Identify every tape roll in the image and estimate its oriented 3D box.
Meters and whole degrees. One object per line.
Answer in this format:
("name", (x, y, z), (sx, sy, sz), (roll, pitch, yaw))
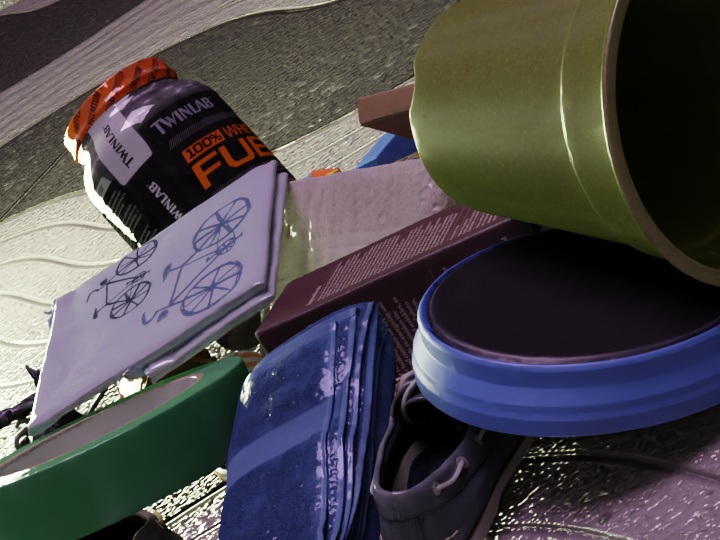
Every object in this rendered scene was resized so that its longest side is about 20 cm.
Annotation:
("tape roll", (-0.153, 0.116, 1.611), (0.200, 0.048, 0.200), (-25, 6, 3))

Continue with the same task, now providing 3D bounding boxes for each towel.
("towel", (-0.034, 0.115, 1.470), (0.111, 0.048, 0.200), (-31, 36, 32))
("towel", (0.000, 0.000, 1.737), (0.034, 0.133, 0.200), (6, -7, -37))

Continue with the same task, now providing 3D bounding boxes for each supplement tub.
("supplement tub", (-0.114, -0.050, 1.900), (0.122, 0.200, 0.123), (-40, -14, -12))

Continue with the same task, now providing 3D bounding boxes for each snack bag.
("snack bag", (-0.133, 0.021, 1.737), (0.200, 0.021, 0.189), (-32, 23, 15))

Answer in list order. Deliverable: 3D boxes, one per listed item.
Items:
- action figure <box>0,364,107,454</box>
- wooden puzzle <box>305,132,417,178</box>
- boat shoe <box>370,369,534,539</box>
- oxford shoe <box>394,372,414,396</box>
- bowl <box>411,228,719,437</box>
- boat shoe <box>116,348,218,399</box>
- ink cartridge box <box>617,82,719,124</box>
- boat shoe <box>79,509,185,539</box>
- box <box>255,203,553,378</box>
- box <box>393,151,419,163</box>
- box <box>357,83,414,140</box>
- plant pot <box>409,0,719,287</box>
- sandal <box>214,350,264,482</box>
("action figure", (-0.236, 0.142, 1.758), (0.102, 0.119, 0.200), (-24, 9, 44))
("wooden puzzle", (-0.016, -0.047, 2.020), (0.200, 0.046, 0.185), (-19, 22, 41))
("boat shoe", (0.051, 0.081, 1.443), (0.073, 0.062, 0.200), (-8, 36, 26))
("oxford shoe", (0.017, 0.092, 1.543), (0.200, 0.058, 0.075), (-27, 16, 19))
("bowl", (0.125, 0.026, 1.413), (0.200, 0.040, 0.201), (-8, 23, 3))
("boat shoe", (-0.152, 0.059, 1.878), (0.076, 0.074, 0.200), (-34, 5, -9))
("ink cartridge box", (0.206, -0.098, 1.550), (0.199, 0.116, 0.068), (-15, 54, 33))
("boat shoe", (-0.154, 0.176, 1.622), (0.072, 0.060, 0.202), (-44, 18, -22))
("box", (0.048, 0.026, 1.593), (0.200, 0.100, 0.075), (-25, 18, 26))
("box", (0.062, -0.047, 1.778), (0.070, 0.064, 0.200), (-51, 14, -27))
("box", (0.123, -0.111, 1.760), (0.200, 0.021, 0.163), (-12, -15, 40))
("plant pot", (0.132, -0.093, 1.427), (0.190, 0.200, 0.200), (2, 38, 49))
("sandal", (-0.089, 0.087, 1.753), (0.079, 0.059, 0.207), (-38, 17, -13))
